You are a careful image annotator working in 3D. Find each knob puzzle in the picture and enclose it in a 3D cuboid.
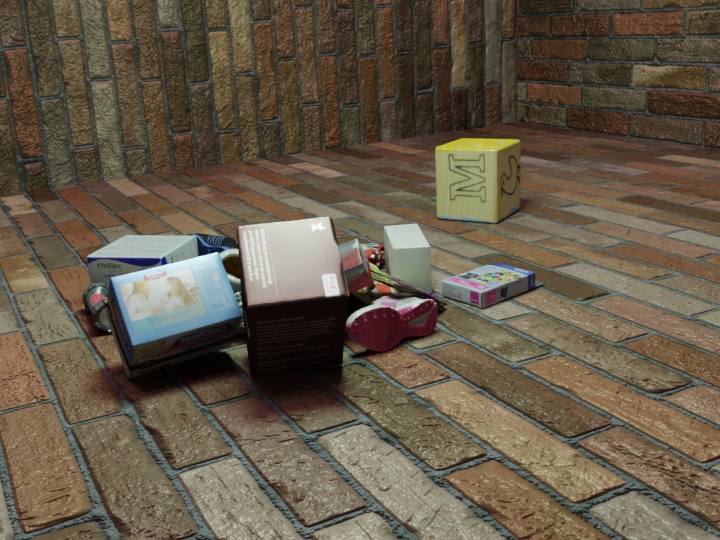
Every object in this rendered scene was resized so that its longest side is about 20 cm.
[{"bbox_3d":[0.000,0.000,1.790,0.217,0.031,0.220,30,18,-11],"label":"knob puzzle"}]

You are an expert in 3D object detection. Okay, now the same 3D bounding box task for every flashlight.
[{"bbox_3d":[-0.527,0.068,1.787,0.066,0.070,0.200,-11,19,-21],"label":"flashlight"}]

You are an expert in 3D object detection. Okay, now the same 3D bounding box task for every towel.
[{"bbox_3d":[0.069,0.028,1.694,0.142,0.023,0.199,23,-2,37],"label":"towel"}]

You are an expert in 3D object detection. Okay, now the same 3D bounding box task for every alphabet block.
[{"bbox_3d":[0.333,-0.258,2.467,0.193,0.205,0.194,6,19,29],"label":"alphabet block"}]

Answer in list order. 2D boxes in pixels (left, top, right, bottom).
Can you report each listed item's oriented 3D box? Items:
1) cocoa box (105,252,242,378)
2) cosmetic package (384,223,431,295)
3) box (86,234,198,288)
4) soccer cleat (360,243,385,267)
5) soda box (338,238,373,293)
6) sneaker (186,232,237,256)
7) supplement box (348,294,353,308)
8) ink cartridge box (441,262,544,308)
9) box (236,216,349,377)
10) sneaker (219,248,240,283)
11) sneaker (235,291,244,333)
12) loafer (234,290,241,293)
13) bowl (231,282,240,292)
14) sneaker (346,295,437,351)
[{"bbox_3d":[-0.321,0.075,1.500,0.196,0.135,0.132,-15,-23,-26],"label":"cocoa box"},{"bbox_3d":[0.100,-0.026,1.900,0.083,0.110,0.200,-4,18,-4],"label":"cosmetic package"},{"bbox_3d":[-0.481,-0.006,1.961,0.179,0.107,0.200,1,16,13],"label":"box"},{"bbox_3d":[0.007,-0.025,1.984,0.083,0.070,0.200,5,13,10],"label":"soccer cleat"},{"bbox_3d":[-0.079,0.019,1.609,0.196,0.064,0.071,-22,45,11],"label":"soda box"},{"bbox_3d":[-0.356,-0.052,2.169,0.077,0.072,0.198,-13,24,-43],"label":"sneaker"},{"bbox_3d":[-0.059,0.057,1.729,0.065,0.070,0.200,-4,18,7],"label":"supplement box"},{"bbox_3d":[0.277,0.025,1.816,0.197,0.043,0.118,-14,20,-37],"label":"ink cartridge box"},{"bbox_3d":[-0.114,0.045,1.441,0.160,0.202,0.168,-6,52,-9],"label":"box"},{"bbox_3d":[-0.185,0.003,1.674,0.195,0.078,0.081,5,6,5],"label":"sneaker"},{"bbox_3d":[-0.243,0.085,1.655,0.195,0.079,0.087,8,-27,-16],"label":"sneaker"},{"bbox_3d":[-0.219,0.066,1.733,0.196,0.074,0.063,1,10,21],"label":"loafer"},{"bbox_3d":[-0.206,0.016,1.819,0.195,0.077,0.199,1,-1,15],"label":"bowl"},{"bbox_3d":[0.046,0.091,1.583,0.197,0.083,0.087,-6,13,-40],"label":"sneaker"}]
